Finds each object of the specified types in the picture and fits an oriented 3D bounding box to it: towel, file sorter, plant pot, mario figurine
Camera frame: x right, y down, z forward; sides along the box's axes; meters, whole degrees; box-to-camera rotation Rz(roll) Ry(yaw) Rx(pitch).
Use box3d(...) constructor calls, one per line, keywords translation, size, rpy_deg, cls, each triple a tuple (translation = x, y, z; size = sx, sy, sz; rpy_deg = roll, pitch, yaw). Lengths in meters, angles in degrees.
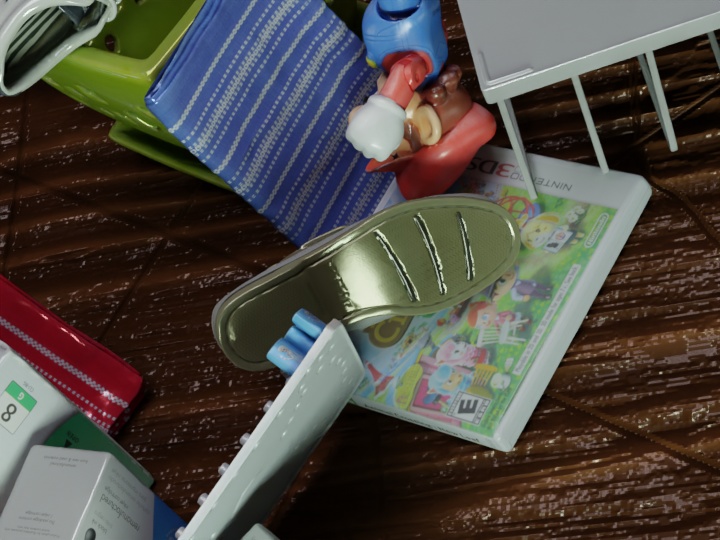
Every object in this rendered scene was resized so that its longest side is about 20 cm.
box3d(translation=(-0.252, 0.113, 1.358), size=(0.200, 0.145, 0.022), rpy_deg=(-55, 9, -15), cls="towel")
box3d(translation=(0.173, -0.150, 1.277), size=(0.200, 0.125, 0.139), rpy_deg=(-18, 48, 8), cls="file sorter")
box3d(translation=(-0.110, -0.174, 1.450), size=(0.199, 0.182, 0.200), rpy_deg=(22, 70, 41), cls="plant pot")
box3d(translation=(-0.040, -0.106, 1.342), size=(0.024, 0.200, 0.145), rpy_deg=(2, 57, 51), cls="towel")
box3d(translation=(0.014, -0.138, 1.316), size=(0.123, 0.200, 0.106), rpy_deg=(-24, 21, -35), cls="mario figurine")

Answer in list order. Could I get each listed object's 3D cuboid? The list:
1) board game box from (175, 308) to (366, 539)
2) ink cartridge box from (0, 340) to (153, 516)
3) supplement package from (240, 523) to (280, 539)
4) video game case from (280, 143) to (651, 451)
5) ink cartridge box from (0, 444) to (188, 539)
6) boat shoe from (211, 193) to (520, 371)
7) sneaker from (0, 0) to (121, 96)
box3d(translation=(-0.069, 0.121, 1.182), size=(0.026, 0.200, 0.200), rpy_deg=(34, 83, 9), cls="board game box")
box3d(translation=(-0.242, 0.163, 1.286), size=(0.050, 0.161, 0.200), rpy_deg=(19, 68, 44), cls="ink cartridge box")
box3d(translation=(-0.017, 0.255, 1.103), size=(0.121, 0.120, 0.200), rpy_deg=(-45, 46, -6), cls="supplement package")
box3d(translation=(0.066, 0.007, 1.312), size=(0.182, 0.022, 0.200), rpy_deg=(15, 65, 39), cls="video game case")
box3d(translation=(-0.182, 0.221, 1.237), size=(0.067, 0.116, 0.200), rpy_deg=(2, 59, 32), cls="ink cartridge box")
box3d(translation=(0.000, 0.000, 1.288), size=(0.200, 0.075, 0.068), rpy_deg=(-19, 12, -6), cls="boat shoe")
box3d(translation=(-0.178, -0.191, 1.340), size=(0.200, 0.073, 0.071), rpy_deg=(-48, 54, 3), cls="sneaker")
